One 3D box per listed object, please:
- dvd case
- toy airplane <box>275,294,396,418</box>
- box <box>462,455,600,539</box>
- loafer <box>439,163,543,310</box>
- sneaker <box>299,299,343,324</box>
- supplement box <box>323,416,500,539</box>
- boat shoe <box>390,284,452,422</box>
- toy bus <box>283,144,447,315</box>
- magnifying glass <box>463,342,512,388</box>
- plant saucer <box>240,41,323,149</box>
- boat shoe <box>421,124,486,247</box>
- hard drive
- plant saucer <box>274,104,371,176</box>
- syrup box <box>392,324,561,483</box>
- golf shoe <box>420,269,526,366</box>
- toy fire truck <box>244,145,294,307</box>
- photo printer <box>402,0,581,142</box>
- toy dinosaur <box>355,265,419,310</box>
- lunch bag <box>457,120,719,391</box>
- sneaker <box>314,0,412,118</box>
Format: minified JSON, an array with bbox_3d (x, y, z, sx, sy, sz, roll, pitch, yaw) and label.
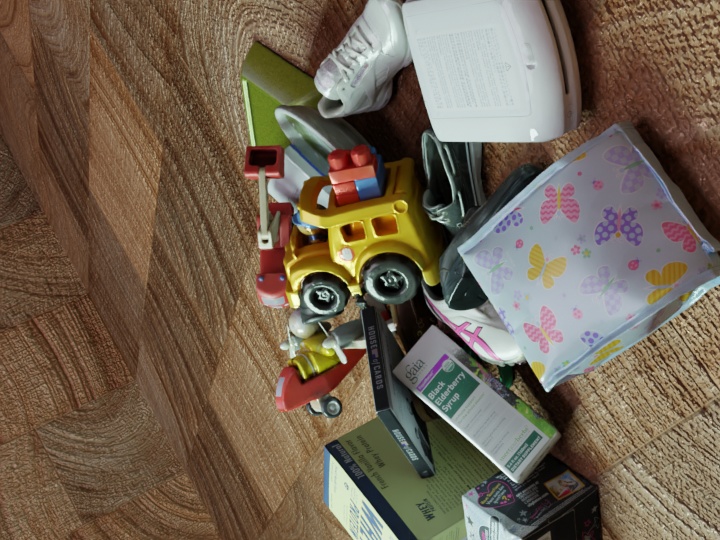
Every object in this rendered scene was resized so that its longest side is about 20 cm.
[{"bbox_3d":[0.049,0.158,1.336,0.200,0.025,0.151,59,-162,-51],"label":"dvd case"},{"bbox_3d":[-0.039,0.099,1.507,0.200,0.199,0.141,-37,104,25],"label":"toy airplane"},{"bbox_3d":[0.215,0.350,1.304,0.115,0.132,0.201,28,137,50],"label":"box"},{"bbox_3d":[0.136,-0.046,1.140,0.200,0.073,0.072,-58,42,36],"label":"loafer"},{"bbox_3d":[-0.057,0.004,1.474,0.200,0.076,0.091,-95,-12,-74],"label":"sneaker"},{"bbox_3d":[0.084,0.302,1.439,0.200,0.199,0.135,46,149,35],"label":"supplement box"},{"bbox_3d":[0.094,0.095,1.375,0.070,0.070,0.201,-26,71,33],"label":"boat shoe"},{"bbox_3d":[-0.014,-0.061,1.245,0.136,0.199,0.192,-79,-28,-52],"label":"toy bus"},{"bbox_3d":[0.142,0.135,1.383,0.080,0.022,0.200,65,157,4],"label":"magnifying glass"},{"bbox_3d":[-0.115,-0.210,1.541,0.200,0.048,0.201,40,146,43],"label":"plant saucer"},{"bbox_3d":[0.100,-0.087,1.199,0.072,0.071,0.201,32,140,50],"label":"boat shoe"},{"bbox_3d":[-0.044,-0.076,1.472,0.200,0.025,0.132,43,155,3],"label":"hard drive"},{"bbox_3d":[-0.026,-0.154,1.365,0.200,0.050,0.200,43,172,8],"label":"plant saucer"},{"bbox_3d":[0.141,0.161,1.264,0.200,0.079,0.081,41,180,19],"label":"syrup box"},{"bbox_3d":[0.137,0.050,1.227,0.200,0.073,0.092,24,155,54],"label":"golf shoe"},{"bbox_3d":[-0.121,-0.057,1.420,0.141,0.049,0.201,63,-154,-78],"label":"toy fire truck"},{"bbox_3d":[0.132,-0.207,1.026,0.200,0.069,0.167,11,122,60],"label":"photo printer"},{"bbox_3d":[0.000,0.000,1.391,0.200,0.088,0.048,21,155,28],"label":"toy dinosaur"},{"bbox_3d":[0.221,-0.013,0.965,0.200,0.127,0.170,-45,69,37],"label":"lunch bag"},{"bbox_3d":[0.003,-0.242,1.216,0.075,0.099,0.200,57,153,21],"label":"sneaker"}]
